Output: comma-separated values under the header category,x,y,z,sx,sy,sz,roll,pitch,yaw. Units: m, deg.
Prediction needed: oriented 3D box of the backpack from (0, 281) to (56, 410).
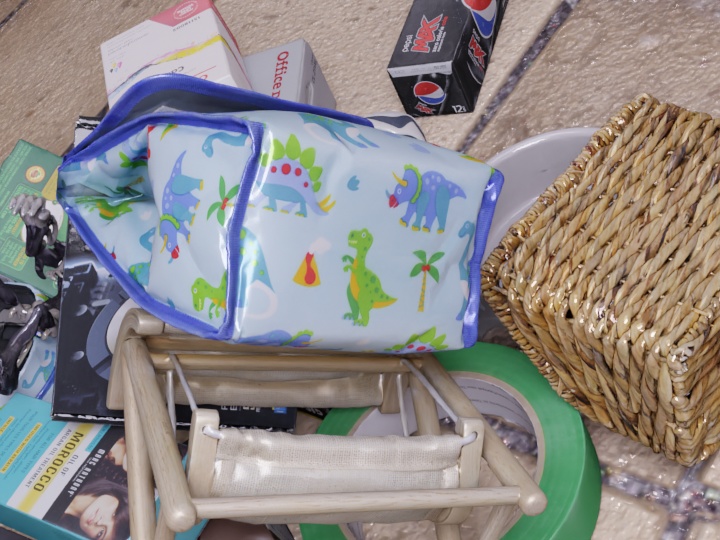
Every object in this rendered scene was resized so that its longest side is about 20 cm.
category,x,y,z,sx,sy,sz,roll,pitch,yaw
backpack,-0.316,0.086,0.978,0.200,0.154,0.164,-26,41,35

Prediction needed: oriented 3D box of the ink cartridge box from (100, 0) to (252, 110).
category,x,y,z,sx,sy,sz,roll,pitch,yaw
ink cartridge box,-0.158,-0.154,1.037,0.116,0.068,0.200,-27,42,5

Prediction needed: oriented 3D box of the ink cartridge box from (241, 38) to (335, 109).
category,x,y,z,sx,sy,sz,roll,pitch,yaw
ink cartridge box,-0.130,-0.118,1.099,0.199,0.083,0.146,-14,44,18

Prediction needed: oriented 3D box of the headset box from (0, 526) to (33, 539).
category,x,y,z,sx,sy,sz,roll,pitch,yaw
headset box,-0.271,0.261,0.822,0.199,0.075,0.149,9,54,34

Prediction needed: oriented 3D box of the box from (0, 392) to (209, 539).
category,x,y,z,sx,sy,sz,roll,pitch,yaw
box,-0.188,0.145,0.789,0.199,0.049,0.082,8,53,40

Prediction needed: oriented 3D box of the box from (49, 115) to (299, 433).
category,x,y,z,sx,sy,sz,roll,pitch,yaw
box,-0.119,0.003,0.802,0.163,0.201,0.086,6,5,-10

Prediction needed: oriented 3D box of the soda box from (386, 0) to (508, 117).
category,x,y,z,sx,sy,sz,roll,pitch,yaw
soda box,0.090,-0.237,1.107,0.071,0.063,0.200,-2,50,27

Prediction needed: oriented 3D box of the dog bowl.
category,x,y,z,sx,sy,sz,roll,pitch,yaw
dog bowl,0.152,-0.028,0.878,0.199,0.059,0.201,-15,44,15

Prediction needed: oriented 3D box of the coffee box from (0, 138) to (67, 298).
category,x,y,z,sx,sy,sz,roll,pitch,yaw
coffee box,-0.234,-0.020,1.012,0.199,0.044,0.123,23,68,4

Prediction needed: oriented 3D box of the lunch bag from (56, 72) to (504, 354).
category,x,y,z,sx,sy,sz,roll,pitch,yaw
lunch bag,-0.050,-0.031,0.640,0.200,0.170,0.128,13,95,52

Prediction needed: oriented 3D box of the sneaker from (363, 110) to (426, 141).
category,x,y,z,sx,sy,sz,roll,pitch,yaw
sneaker,-0.040,-0.058,0.908,0.198,0.080,0.130,-8,27,1

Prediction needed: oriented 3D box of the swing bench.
category,x,y,z,sx,sy,sz,roll,pitch,yaw
swing bench,-0.032,0.098,0.669,0.198,0.130,0.200,2,40,-20

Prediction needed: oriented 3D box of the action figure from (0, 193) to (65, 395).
category,x,y,z,sx,sy,sz,roll,pitch,yaw
action figure,-0.228,0.008,0.890,0.119,0.102,0.200,32,42,13

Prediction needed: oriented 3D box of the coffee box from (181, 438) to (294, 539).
category,x,y,z,sx,sy,sz,roll,pitch,yaw
coffee box,-0.092,0.211,0.766,0.113,0.080,0.200,-35,42,-2

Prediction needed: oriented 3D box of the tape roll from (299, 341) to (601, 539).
category,x,y,z,sx,sy,sz,roll,pitch,yaw
tape roll,0.057,0.141,0.776,0.200,0.048,0.201,-15,44,15

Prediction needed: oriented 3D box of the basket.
category,x,y,z,sx,sy,sz,roll,pitch,yaw
basket,0.196,0.007,0.753,0.149,0.143,0.200,24,61,36

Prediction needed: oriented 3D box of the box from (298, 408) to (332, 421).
category,x,y,z,sx,sy,sz,roll,pitch,yaw
box,-0.035,0.014,0.948,0.159,0.049,0.200,15,58,35
